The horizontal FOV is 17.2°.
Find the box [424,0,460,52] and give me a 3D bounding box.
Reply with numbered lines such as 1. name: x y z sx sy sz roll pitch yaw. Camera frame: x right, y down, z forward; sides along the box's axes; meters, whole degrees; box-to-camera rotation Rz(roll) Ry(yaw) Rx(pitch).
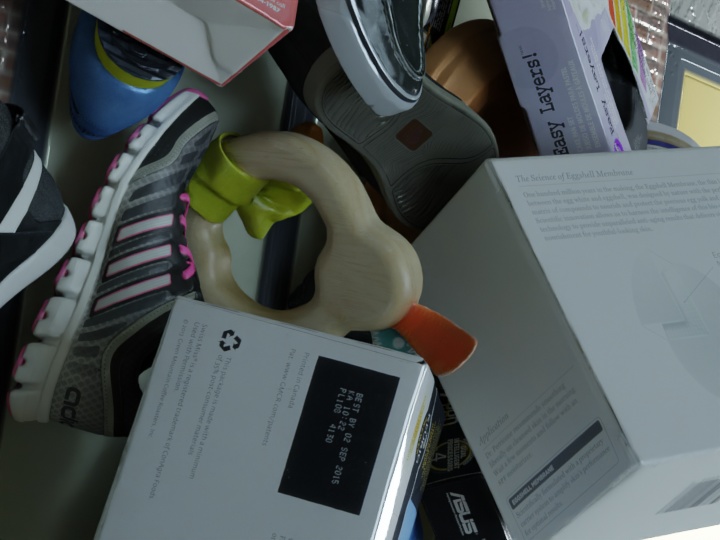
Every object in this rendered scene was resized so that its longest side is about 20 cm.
1. box: 0.007 -0.237 1.432 0.193 0.047 0.200 32 70 -54

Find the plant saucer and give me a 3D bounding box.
1. plant saucer: 0.068 -0.058 1.505 0.200 0.037 0.200 -37 137 -45

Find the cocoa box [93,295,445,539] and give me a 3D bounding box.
1. cocoa box: -0.049 0.133 1.170 0.131 0.133 0.200 65 41 -75

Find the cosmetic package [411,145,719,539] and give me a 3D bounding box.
1. cosmetic package: 0.156 0.043 1.378 0.199 0.123 0.200 -5 61 -37

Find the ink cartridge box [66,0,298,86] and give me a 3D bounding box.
1. ink cartridge box: -0.087 -0.209 1.231 0.116 0.067 0.200 29 49 -26

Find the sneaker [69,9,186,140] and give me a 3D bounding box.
1. sneaker: -0.114 -0.153 1.280 0.066 0.078 0.200 28 50 -13

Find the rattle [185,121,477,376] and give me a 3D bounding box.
1. rattle: 0.000 0.000 1.324 0.130 0.200 0.143 -67 159 3

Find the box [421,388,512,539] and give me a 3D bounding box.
1. box: 0.085 0.158 1.533 0.161 0.049 0.200 -88 160 -56

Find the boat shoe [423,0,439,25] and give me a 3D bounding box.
1. boat shoe: 0.025 -0.235 1.358 0.063 0.073 0.200 -22 106 -45

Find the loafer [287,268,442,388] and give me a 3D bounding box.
1. loafer: 0.049 0.037 1.455 0.200 0.070 0.068 18 74 -28

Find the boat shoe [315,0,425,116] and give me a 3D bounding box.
1. boat shoe: 0.012 -0.181 1.218 0.074 0.068 0.200 -21 99 -67

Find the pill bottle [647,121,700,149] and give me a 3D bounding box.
1. pill bottle: 0.181 0.008 1.580 0.200 0.120 0.120 -87 153 -43

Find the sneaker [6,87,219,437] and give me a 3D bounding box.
1. sneaker: -0.109 0.002 1.254 0.074 0.087 0.200 120 -6 -73

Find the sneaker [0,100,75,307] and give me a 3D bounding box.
1. sneaker: -0.221 -0.013 1.140 0.200 0.073 0.112 -54 131 -46

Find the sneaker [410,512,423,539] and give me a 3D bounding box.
1. sneaker: -0.024 0.170 1.413 0.200 0.077 0.111 -34 127 -51

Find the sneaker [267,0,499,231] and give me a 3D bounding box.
1. sneaker: 0.008 -0.104 1.365 0.075 0.106 0.200 -39 144 3

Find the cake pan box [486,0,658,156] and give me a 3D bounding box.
1. cake pan box: 0.130 -0.155 1.503 0.184 0.052 0.200 -55 129 -63
